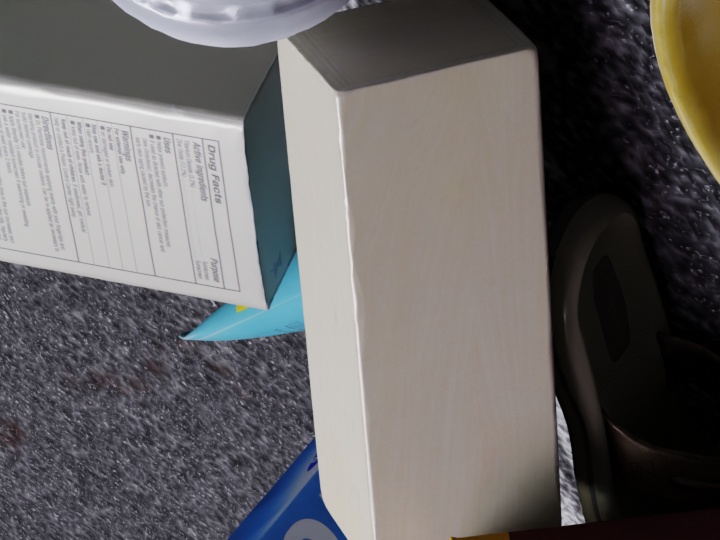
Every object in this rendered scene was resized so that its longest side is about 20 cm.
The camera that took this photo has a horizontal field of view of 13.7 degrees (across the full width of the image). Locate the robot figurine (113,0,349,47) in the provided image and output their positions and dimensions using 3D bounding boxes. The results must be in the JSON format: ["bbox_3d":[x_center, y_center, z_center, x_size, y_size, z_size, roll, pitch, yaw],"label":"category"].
[{"bbox_3d":[-0.043,-0.150,0.971,0.169,0.113,0.200,17,149,9],"label":"robot figurine"}]

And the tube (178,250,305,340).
[{"bbox_3d":[0.000,0.000,1.213,0.200,0.077,0.051,-27,74,60],"label":"tube"}]

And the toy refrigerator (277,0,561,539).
[{"bbox_3d":[0.021,0.005,1.075,0.070,0.076,0.201,-130,29,-56],"label":"toy refrigerator"}]

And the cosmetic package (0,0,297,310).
[{"bbox_3d":[-0.122,-0.059,1.192,0.199,0.073,0.104,10,136,15],"label":"cosmetic package"}]

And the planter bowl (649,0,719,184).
[{"bbox_3d":[0.186,-0.058,0.836,0.200,0.084,0.201,31,152,19],"label":"planter bowl"}]

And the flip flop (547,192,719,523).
[{"bbox_3d":[0.118,0.054,1.133,0.057,0.081,0.200,5,133,30],"label":"flip flop"}]

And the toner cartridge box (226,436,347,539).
[{"bbox_3d":[-0.023,0.154,1.327,0.095,0.200,0.043,46,153,-13],"label":"toner cartridge box"}]

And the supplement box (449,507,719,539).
[{"bbox_3d":[0.129,0.187,1.131,0.197,0.199,0.133,101,161,-61],"label":"supplement box"}]
